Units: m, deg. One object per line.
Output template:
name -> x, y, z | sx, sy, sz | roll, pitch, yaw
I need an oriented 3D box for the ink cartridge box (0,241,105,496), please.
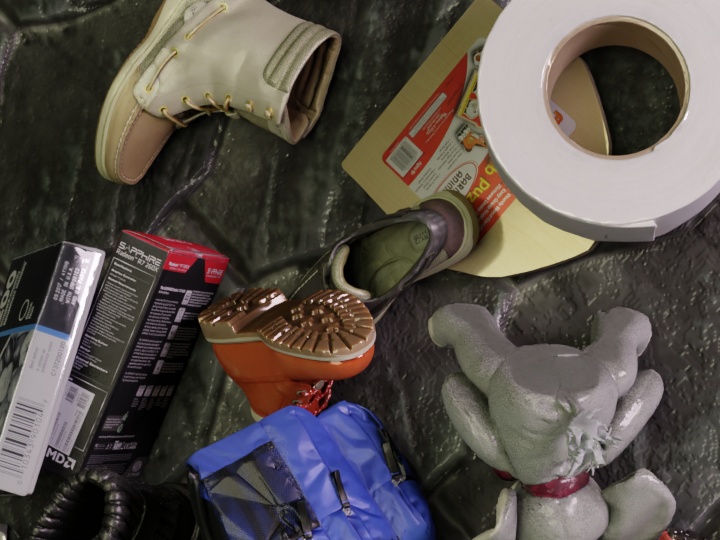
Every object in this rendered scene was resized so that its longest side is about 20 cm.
ink cartridge box -> -0.276, 0.083, 1.623 | 0.200, 0.043, 0.199 | -17, 56, 66

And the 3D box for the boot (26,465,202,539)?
boot -> -0.204, 0.255, 1.590 | 0.079, 0.158, 0.212 | 17, 91, 25

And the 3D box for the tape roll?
tape roll -> 0.185, -0.124, 1.476 | 0.201, 0.071, 0.204 | -1, 81, 6

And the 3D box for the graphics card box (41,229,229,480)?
graphics card box -> -0.182, 0.070, 1.620 | 0.051, 0.125, 0.201 | 23, 94, 18

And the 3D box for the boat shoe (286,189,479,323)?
boat shoe -> 0.001, 0.001, 1.556 | 0.200, 0.066, 0.072 | -33, 75, 35

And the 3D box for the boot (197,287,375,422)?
boot -> -0.041, 0.074, 1.544 | 0.200, 0.075, 0.108 | 4, 118, 58

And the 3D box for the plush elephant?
plush elephant -> 0.138, 0.133, 1.460 | 0.164, 0.200, 0.156 | -1, 120, -8

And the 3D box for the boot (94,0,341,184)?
boot -> -0.116, -0.134, 1.645 | 0.154, 0.072, 0.201 | 32, 95, 25

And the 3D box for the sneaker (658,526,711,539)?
sneaker -> 0.270, 0.272, 1.425 | 0.200, 0.078, 0.082 | 44, 109, 30

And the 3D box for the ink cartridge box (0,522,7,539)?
ink cartridge box -> -0.365, 0.267, 1.712 | 0.199, 0.067, 0.118 | 1, 85, 25

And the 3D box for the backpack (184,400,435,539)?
backpack -> -0.024, 0.211, 1.512 | 0.167, 0.163, 0.201 | -27, 71, -1

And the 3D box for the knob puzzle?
knob puzzle -> 0.110, -0.082, 1.557 | 0.218, 0.030, 0.221 | -2, 84, 24
